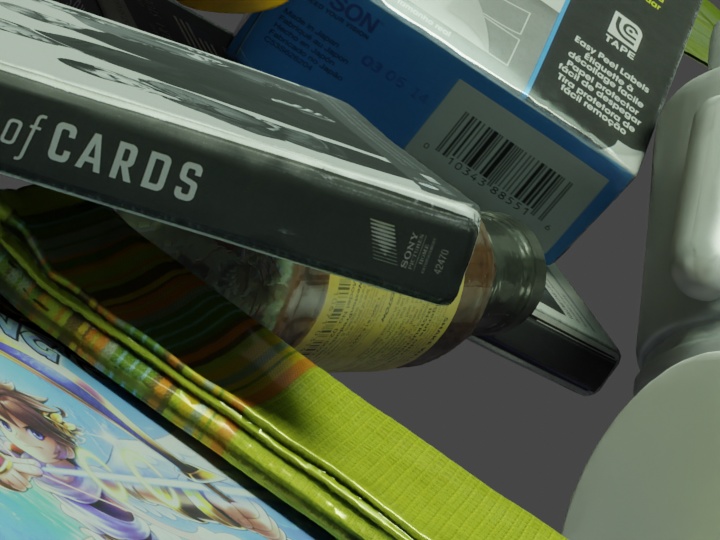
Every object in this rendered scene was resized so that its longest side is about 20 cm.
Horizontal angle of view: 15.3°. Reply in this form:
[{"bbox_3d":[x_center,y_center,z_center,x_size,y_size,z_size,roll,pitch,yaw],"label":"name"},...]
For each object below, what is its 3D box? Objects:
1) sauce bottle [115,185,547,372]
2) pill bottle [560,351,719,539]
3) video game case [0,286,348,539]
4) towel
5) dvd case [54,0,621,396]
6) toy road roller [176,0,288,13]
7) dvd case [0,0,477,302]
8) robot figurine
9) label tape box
[{"bbox_3d":[0.000,0.000,0.794,0.065,0.065,0.200,41,15,23],"label":"sauce bottle"},{"bbox_3d":[0.155,0.101,0.708,0.199,0.120,0.120,27,17,-27],"label":"pill bottle"},{"bbox_3d":[-0.062,0.053,0.537,0.199,0.046,0.181,31,15,-13],"label":"video game case"},{"bbox_3d":[0.004,0.041,0.591,0.200,0.018,0.086,35,13,4],"label":"towel"},{"bbox_3d":[-0.012,-0.035,0.950,0.199,0.025,0.150,28,16,-28],"label":"dvd case"},{"bbox_3d":[-0.059,-0.188,0.920,0.145,0.123,0.200,6,39,24],"label":"toy road roller"},{"bbox_3d":[-0.084,-0.046,0.598,0.199,0.025,0.150,17,9,-14],"label":"dvd case"},{"bbox_3d":[0.153,0.005,0.916,0.169,0.113,0.201,32,57,-45],"label":"robot figurine"},{"bbox_3d":[0.053,-0.117,1.008,0.144,0.063,0.200,33,44,-7],"label":"label tape box"}]
